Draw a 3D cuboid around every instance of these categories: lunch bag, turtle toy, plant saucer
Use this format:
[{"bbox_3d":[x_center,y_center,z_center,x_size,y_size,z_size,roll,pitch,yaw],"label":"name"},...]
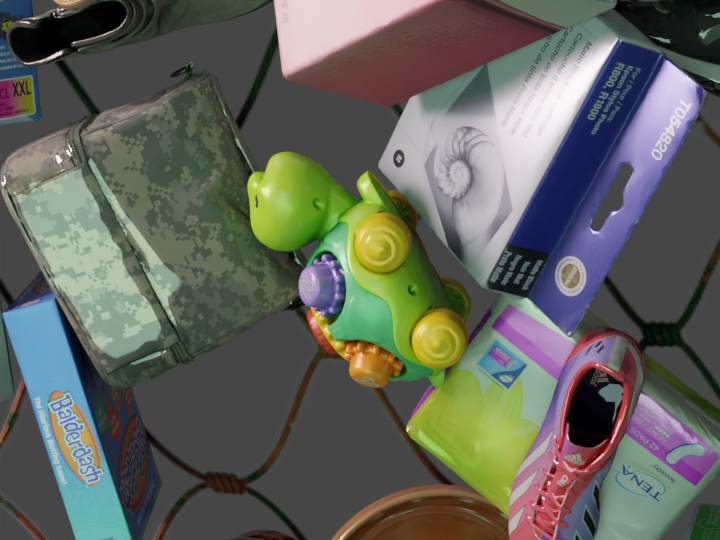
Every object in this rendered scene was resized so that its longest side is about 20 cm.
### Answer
[{"bbox_3d":[-0.142,-0.032,1.180,0.167,0.139,0.201,-25,101,5],"label":"lunch bag"},{"bbox_3d":[0.000,0.000,1.131,0.101,0.146,0.201,-31,96,10],"label":"turtle toy"},{"bbox_3d":[0.055,0.258,1.226,0.199,0.032,0.202,-2,101,-9],"label":"plant saucer"}]

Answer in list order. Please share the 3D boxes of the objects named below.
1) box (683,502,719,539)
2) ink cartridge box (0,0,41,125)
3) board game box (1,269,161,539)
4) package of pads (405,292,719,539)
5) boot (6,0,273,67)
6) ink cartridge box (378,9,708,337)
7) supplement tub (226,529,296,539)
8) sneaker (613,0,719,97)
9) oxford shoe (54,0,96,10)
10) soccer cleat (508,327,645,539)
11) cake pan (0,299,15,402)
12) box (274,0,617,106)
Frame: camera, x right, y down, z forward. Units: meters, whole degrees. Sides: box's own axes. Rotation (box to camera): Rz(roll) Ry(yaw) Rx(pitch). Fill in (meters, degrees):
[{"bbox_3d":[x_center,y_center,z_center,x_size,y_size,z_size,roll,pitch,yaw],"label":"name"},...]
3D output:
[{"bbox_3d":[0.320,0.281,1.150,0.175,0.097,0.202,3,106,19],"label":"box"},{"bbox_3d":[-0.304,-0.213,1.180,0.136,0.076,0.202,18,114,48],"label":"ink cartridge box"},{"bbox_3d":[-0.208,0.103,1.232,0.045,0.152,0.201,-15,102,3],"label":"board game box"},{"bbox_3d":[0.150,0.117,1.169,0.200,0.068,0.155,37,113,4],"label":"package of pads"},{"bbox_3d":[-0.141,-0.189,1.133,0.199,0.131,0.068,-18,103,22],"label":"boot"},{"bbox_3d":[0.111,-0.091,1.069,0.200,0.040,0.200,48,125,37],"label":"ink cartridge box"},{"bbox_3d":[-0.100,0.283,1.227,0.122,0.200,0.123,6,109,17],"label":"supplement tub"},{"bbox_3d":[0.245,-0.161,1.064,0.199,0.076,0.088,20,92,10],"label":"sneaker"},{"bbox_3d":[-0.212,-0.266,1.107,0.071,0.071,0.201,-23,61,14],"label":"oxford shoe"},{"bbox_3d":[0.143,0.133,1.098,0.066,0.076,0.201,21,110,10],"label":"soccer cleat"},{"bbox_3d":[-0.293,0.014,1.226,0.036,0.200,0.202,-9,106,-13],"label":"cake pan"},{"bbox_3d":[0.047,-0.202,1.029,0.199,0.109,0.129,-20,70,42],"label":"box"}]
